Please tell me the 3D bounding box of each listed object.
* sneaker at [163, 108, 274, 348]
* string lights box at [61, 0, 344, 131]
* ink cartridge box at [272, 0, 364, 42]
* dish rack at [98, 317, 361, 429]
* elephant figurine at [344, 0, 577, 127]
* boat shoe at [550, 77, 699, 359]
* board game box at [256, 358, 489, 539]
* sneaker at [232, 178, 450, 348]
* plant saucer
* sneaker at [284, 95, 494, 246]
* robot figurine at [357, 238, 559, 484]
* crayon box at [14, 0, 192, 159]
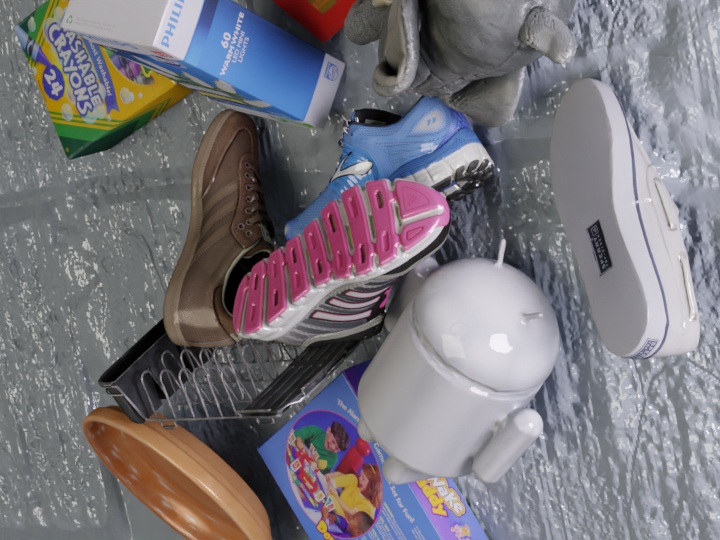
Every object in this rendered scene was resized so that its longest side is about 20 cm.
[{"bbox_3d":[-0.095,-0.031,1.584,0.075,0.070,0.202,3,69,22],"label":"sneaker"},{"bbox_3d":[-0.114,-0.168,1.499,0.102,0.199,0.059,16,86,39],"label":"string lights box"},{"bbox_3d":[-0.045,-0.254,1.433,0.176,0.045,0.200,40,138,-13],"label":"ink cartridge box"},{"bbox_3d":[-0.093,0.065,1.593,0.199,0.153,0.055,-4,121,43],"label":"dish rack"},{"bbox_3d":[0.063,-0.163,1.388,0.141,0.155,0.200,38,131,-2],"label":"elephant figurine"},{"bbox_3d":[0.184,-0.035,1.356,0.072,0.065,0.202,-44,52,45],"label":"boat shoe"},{"bbox_3d":[0.015,0.190,1.600,0.134,0.045,0.201,-43,73,42],"label":"board game box"},{"bbox_3d":[0.000,0.000,1.459,0.199,0.087,0.074,-33,52,32],"label":"sneaker"},{"bbox_3d":[-0.148,0.179,1.697,0.199,0.038,0.201,34,158,15],"label":"plant saucer"},{"bbox_3d":[0.014,-0.072,1.510,0.199,0.078,0.090,-32,70,38],"label":"sneaker"},{"bbox_3d":[0.071,0.070,1.462,0.170,0.112,0.201,55,133,26],"label":"robot figurine"},{"bbox_3d":[-0.199,-0.190,1.677,0.199,0.051,0.127,-28,84,44],"label":"crayon box"}]
